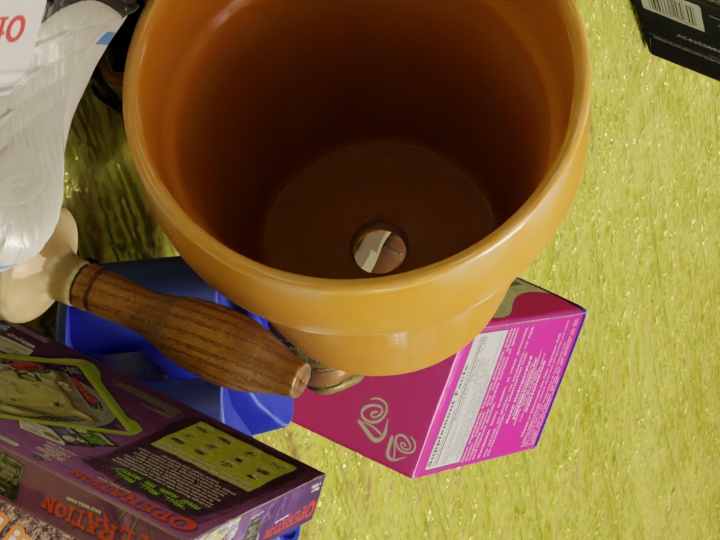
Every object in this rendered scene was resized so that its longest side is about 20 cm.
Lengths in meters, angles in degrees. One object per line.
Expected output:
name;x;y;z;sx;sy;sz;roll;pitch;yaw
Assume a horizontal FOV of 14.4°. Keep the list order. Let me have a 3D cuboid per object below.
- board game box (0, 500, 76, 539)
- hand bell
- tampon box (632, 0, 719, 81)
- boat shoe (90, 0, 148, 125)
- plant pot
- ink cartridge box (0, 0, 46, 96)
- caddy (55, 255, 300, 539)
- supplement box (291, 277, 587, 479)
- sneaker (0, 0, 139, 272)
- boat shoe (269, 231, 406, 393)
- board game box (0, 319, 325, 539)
board game box;-0.177;0.196;1.303;0.200;0.097;0.159;-60;-172;-16
hand bell;-0.110;0.011;1.223;0.104;0.200;0.104;-49;153;-36
tampon box;0.298;-0.234;1.968;0.200;0.150;0.126;-61;158;-13
boat shoe;-0.100;-0.101;1.322;0.068;0.072;0.200;-41;137;-40
plant pot;0.005;-0.044;1.286;0.200;0.200;0.183;-58;163;-19
ink cartridge box;-0.170;-0.167;1.066;0.146;0.085;0.200;-15;124;-62
caddy;-0.099;0.073;1.419;0.200;0.105;0.142;63;20;-62
supplement box;0.047;0.055;1.750;0.200;0.101;0.103;-2;114;-65
sneaker;-0.145;-0.090;1.196;0.072;0.072;0.200;39;58;-42
boat shoe;0.000;0.000;1.472;0.200;0.072;0.068;-45;125;-58
board game box;-0.128;0.072;1.241;0.120;0.200;0.032;-13;125;-62
